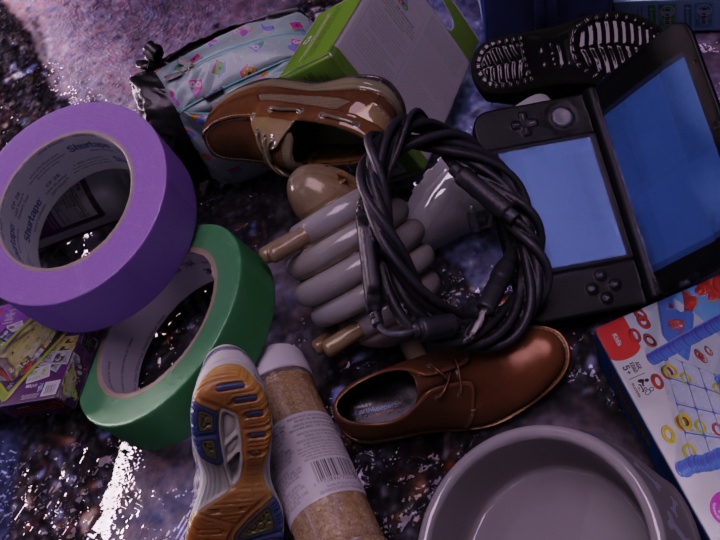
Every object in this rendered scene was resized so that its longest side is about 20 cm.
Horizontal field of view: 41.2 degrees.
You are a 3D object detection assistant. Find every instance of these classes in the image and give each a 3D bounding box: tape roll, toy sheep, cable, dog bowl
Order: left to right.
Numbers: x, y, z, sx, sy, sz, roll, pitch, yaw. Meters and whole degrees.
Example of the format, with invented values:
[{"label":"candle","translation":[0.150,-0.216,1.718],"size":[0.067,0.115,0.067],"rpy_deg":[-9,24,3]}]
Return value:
[{"label":"tape roll","translation":[-0.250,-0.049,0.863],"size":[0.198,0.066,0.202],"rpy_deg":[-8,64,16]},{"label":"tape roll","translation":[-0.163,0.055,0.841],"size":[0.199,0.048,0.202],"rpy_deg":[-28,41,28]},{"label":"toy sheep","translation":[0.000,0.000,0.809],"size":[0.137,0.201,0.138],"rpy_deg":[-29,8,4]},{"label":"cable","translation":[0.072,-0.038,0.748],"size":[0.161,0.051,0.202],"rpy_deg":[0,69,-18]},{"label":"dog bowl","translation":[0.125,0.197,0.646],"size":[0.198,0.059,0.202],"rpy_deg":[-16,57,26]}]

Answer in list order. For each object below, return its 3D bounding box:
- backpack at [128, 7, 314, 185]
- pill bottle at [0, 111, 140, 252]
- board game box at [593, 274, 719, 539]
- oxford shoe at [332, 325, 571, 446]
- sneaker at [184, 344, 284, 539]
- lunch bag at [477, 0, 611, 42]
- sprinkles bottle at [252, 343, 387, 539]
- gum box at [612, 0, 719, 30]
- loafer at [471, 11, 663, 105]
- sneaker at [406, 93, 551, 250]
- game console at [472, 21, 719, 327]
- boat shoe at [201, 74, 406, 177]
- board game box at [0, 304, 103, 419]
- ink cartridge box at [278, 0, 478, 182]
[{"label":"backpack","translation":[-0.115,-0.173,0.977],"size":[0.198,0.167,0.128],"rpy_deg":[-24,71,-2]},{"label":"pill bottle","translation":[-0.301,-0.092,0.997],"size":[0.198,0.113,0.113],"rpy_deg":[-20,52,4]},{"label":"board game box","translation":[0.300,0.093,0.691],"size":[0.194,0.056,0.201],"rpy_deg":[-24,52,3]},{"label":"oxford shoe","translation":[0.072,0.092,0.754],"size":[0.198,0.071,0.072],"rpy_deg":[-20,71,4]},{"label":"sneaker","translation":[-0.096,0.155,0.738],"size":[0.074,0.203,0.088],"rpy_deg":[3,18,-10]},{"label":"lunch bag","translation":[0.177,-0.303,0.923],"size":[0.134,0.201,0.134],"rpy_deg":[-8,56,7]},{"label":"sprinkles bottle","translation":[-0.043,0.152,0.762],"size":[0.068,0.068,0.201],"rpy_deg":[-28,52,-1]},{"label":"gum box","translation":[0.366,-0.316,0.964],"size":[0.198,0.045,0.171],"rpy_deg":[4,57,22]},{"label":"loafer","translation":[0.200,-0.199,0.923],"size":[0.197,0.071,0.074],"rpy_deg":[-4,82,-3]},{"label":"sneaker","translation":[0.124,-0.078,0.867],"size":[0.199,0.077,0.081],"rpy_deg":[-40,63,-8]},{"label":"game console","translation":[0.196,-0.077,0.773],"size":[0.168,0.119,0.202],"rpy_deg":[-10,69,-4]},{"label":"boat shoe","translation":[-0.059,-0.123,0.846],"size":[0.198,0.076,0.074],"rpy_deg":[-4,45,29]},{"label":"board game box","translation":[-0.326,0.083,0.905],"size":[0.198,0.032,0.121],"rpy_deg":[-11,55,31]},{"label":"ink cartridge box","translation":[0.027,-0.206,0.934],"size":[0.075,0.148,0.201],"rpy_deg":[-14,40,42]}]
